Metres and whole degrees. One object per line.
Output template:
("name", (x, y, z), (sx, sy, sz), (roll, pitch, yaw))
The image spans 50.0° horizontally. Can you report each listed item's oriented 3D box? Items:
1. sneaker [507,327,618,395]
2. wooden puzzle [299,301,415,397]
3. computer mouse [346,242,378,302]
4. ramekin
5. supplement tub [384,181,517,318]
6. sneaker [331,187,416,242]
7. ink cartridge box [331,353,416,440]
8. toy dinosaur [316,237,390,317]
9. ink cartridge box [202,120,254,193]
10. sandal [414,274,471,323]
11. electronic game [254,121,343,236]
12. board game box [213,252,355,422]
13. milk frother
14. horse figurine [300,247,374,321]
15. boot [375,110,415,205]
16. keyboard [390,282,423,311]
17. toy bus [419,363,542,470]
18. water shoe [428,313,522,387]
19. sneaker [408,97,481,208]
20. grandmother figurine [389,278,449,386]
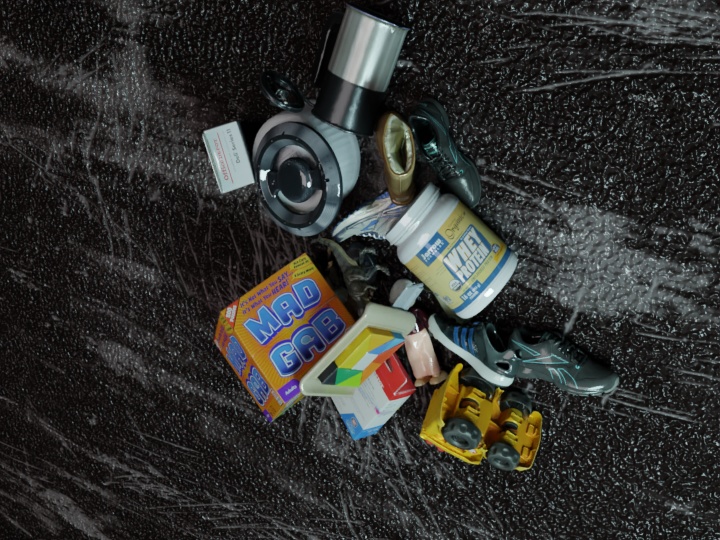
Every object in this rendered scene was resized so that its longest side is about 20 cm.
("sneaker", (0.340, 0.154, 1.315), (0.196, 0.075, 0.081), (12, 112, 26))
("wooden puzzle", (0.002, 0.150, 1.368), (0.201, 0.184, 0.037), (-51, 60, 14))
("computer mouse", (0.025, 0.036, 1.496), (0.057, 0.034, 0.204), (-11, 109, 29))
("ramekin", (-0.106, -0.206, 1.434), (0.196, 0.097, 0.206), (12, 115, 26))
("supplement tub", (0.151, -0.035, 1.303), (0.199, 0.145, 0.145), (42, 124, -3))
("sneaker", (0.030, -0.087, 1.415), (0.198, 0.077, 0.086), (-28, 98, 36))
("ink cartridge box", (0.031, 0.224, 1.517), (0.201, 0.066, 0.117), (-52, 58, 34))
("toy dinosaur", (0.000, 0.000, 1.414), (0.087, 0.048, 0.203), (-28, 69, -4))
("ink cartridge box", (-0.243, -0.216, 1.450), (0.066, 0.200, 0.120), (-17, 103, -2))
("sandal", (0.138, 0.012, 1.396), (0.079, 0.057, 0.203), (-35, 92, 39))
("electronic game", (-0.113, -0.161, 1.370), (0.196, 0.041, 0.205), (14, 114, 32))
("board game box", (-0.139, 0.132, 1.471), (0.201, 0.198, 0.200), (52, 157, 7))
("milk frother", (-0.046, -0.344, 1.273), (0.179, 0.198, 0.192), (31, 113, 26))
("horse figurine", (-0.039, 0.042, 1.500), (0.199, 0.049, 0.135), (42, 141, 28))
("boot", (0.060, -0.209, 1.257), (0.064, 0.200, 0.180), (-13, 79, 2))
("keyboard", (0.048, 0.099, 1.411), (0.011, 0.056, 0.202), (51, 123, 28))
("toy bus", (0.207, 0.295, 1.426), (0.197, 0.137, 0.193), (29, 143, -5))
("water shoe", (0.205, 0.120, 1.360), (0.199, 0.071, 0.080), (39, 109, 36))
("sneaker", (0.136, -0.190, 1.309), (0.074, 0.079, 0.203), (-26, 96, 33))
("grandmother figurine", (0.100, 0.115, 1.464), (0.119, 0.060, 0.205), (-13, 99, 25))
